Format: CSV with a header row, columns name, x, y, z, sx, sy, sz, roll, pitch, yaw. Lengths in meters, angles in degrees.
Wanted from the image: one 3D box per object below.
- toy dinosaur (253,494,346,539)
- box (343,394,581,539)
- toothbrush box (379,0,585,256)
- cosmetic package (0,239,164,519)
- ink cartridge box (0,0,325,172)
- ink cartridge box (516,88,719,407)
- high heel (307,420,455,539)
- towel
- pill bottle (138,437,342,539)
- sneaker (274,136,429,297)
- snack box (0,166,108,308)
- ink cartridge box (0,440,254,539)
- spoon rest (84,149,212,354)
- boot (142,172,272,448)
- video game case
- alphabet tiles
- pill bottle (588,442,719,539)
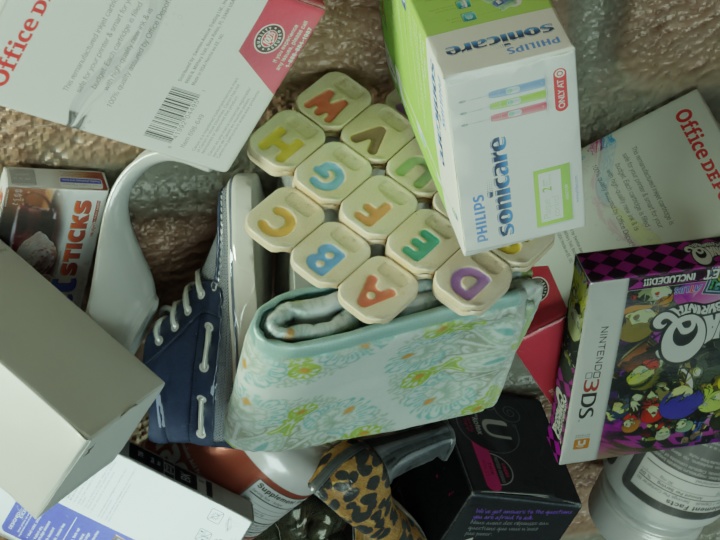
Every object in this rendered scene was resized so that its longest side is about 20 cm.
name,x,y,z,sx,sy,sz,roll,pitch,yaw
toy dinosaur,-0.058,0.201,1.702,0.200,0.103,0.077,-27,173,25
box,0.075,0.206,1.709,0.106,0.122,0.200,10,128,-26
toothbrush box,0.072,-0.133,1.344,0.086,0.200,0.146,-13,133,-4
cosmetic package,-0.244,0.056,1.416,0.200,0.108,0.085,42,119,8
ink cartridge box,-0.147,-0.161,1.333,0.199,0.085,0.146,15,126,-30
ink cartridge box,0.203,-0.001,1.541,0.199,0.146,0.145,-27,134,9
high heel,-0.008,0.207,1.589,0.142,0.071,0.201,-13,126,-46
towel,0.013,0.061,1.425,0.199,0.048,0.171,-9,150,-16
pill bottle,-0.094,0.142,1.607,0.200,0.112,0.112,-39,130,19
sneaker,0.000,0.000,1.501,0.115,0.074,0.201,-3,109,-17
snack box,-0.232,0.012,1.506,0.072,0.024,0.200,1,131,-21
ink cartridge box,-0.186,0.170,1.529,0.200,0.039,0.100,29,105,-15
spoon rest,-0.160,-0.009,1.478,0.060,0.099,0.200,28,112,2
boot,-0.111,0.031,1.501,0.090,0.073,0.201,1,100,8
video game case,0.236,0.051,1.473,0.199,0.036,0.182,-7,134,-12
alphabet tiles,0.027,-0.053,1.399,0.196,0.200,0.015,-41,159,-32
pill bottle,0.263,0.134,1.705,0.113,0.113,0.200,7,129,-22
